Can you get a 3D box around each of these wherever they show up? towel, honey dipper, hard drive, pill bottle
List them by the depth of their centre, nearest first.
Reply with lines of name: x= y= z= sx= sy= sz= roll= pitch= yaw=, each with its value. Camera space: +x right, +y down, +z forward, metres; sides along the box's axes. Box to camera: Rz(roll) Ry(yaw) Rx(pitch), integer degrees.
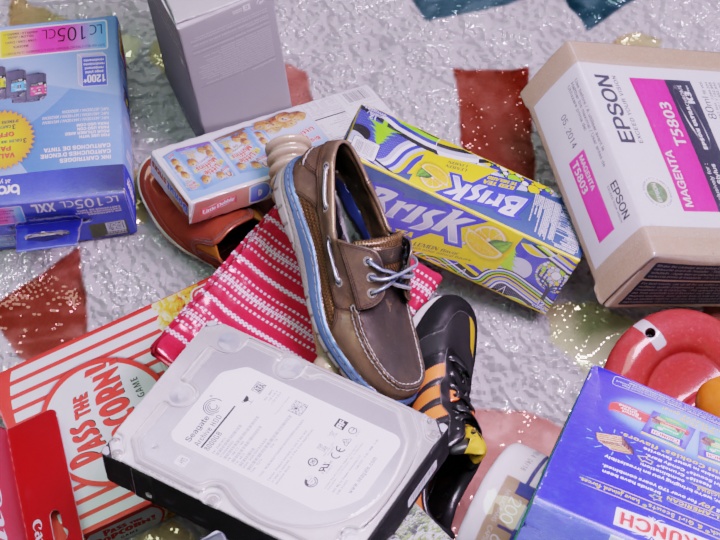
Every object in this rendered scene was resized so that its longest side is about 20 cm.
hard drive: x=-0.057 y=0.123 z=1.329 sx=0.199 sy=0.038 sz=0.140 roll=23 pitch=53 yaw=23
pill bottle: x=0.171 y=0.212 z=1.375 sx=0.199 sy=0.111 sz=0.111 roll=26 pitch=67 yaw=15
honey dipper: x=-0.041 y=-0.008 z=1.452 sx=0.038 sy=0.038 sz=0.201 roll=-8 pitch=63 yaw=-2
towel: x=-0.046 y=0.033 z=1.458 sx=0.144 sy=0.023 sz=0.200 roll=34 pitch=58 yaw=9

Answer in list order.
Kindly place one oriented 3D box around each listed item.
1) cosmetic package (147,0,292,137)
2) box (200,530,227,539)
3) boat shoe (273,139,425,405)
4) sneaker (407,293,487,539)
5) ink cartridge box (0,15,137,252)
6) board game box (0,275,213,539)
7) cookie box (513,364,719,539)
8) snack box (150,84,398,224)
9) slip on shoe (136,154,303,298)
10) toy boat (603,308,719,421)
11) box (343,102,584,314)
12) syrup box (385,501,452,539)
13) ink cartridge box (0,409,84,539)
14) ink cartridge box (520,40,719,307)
cosmetic package: x=-0.114 y=-0.188 z=1.543 sx=0.090 sy=0.200 sz=0.107 roll=-23 pitch=62 yaw=-11
box: x=-0.126 y=0.281 z=1.303 sx=0.148 sy=0.200 sz=0.107 roll=-25 pitch=64 yaw=-10
boat shoe: x=0.000 y=0.000 z=1.406 sx=0.072 sy=0.072 sz=0.201 roll=-16 pitch=76 yaw=-43
sneaker: x=0.065 y=0.112 z=1.434 sx=0.090 sy=0.070 sz=0.201 roll=-1 pitch=62 yaw=44
ink cartridge box: x=-0.252 y=-0.097 z=1.572 sx=0.135 sy=0.076 sz=0.201 roll=-7 pitch=65 yaw=-1
board game box: x=-0.163 y=0.111 z=1.477 sx=0.199 sy=0.046 sz=0.152 roll=-25 pitch=65 yaw=-10
cookie box: x=0.197 y=0.162 z=1.278 sx=0.170 sy=0.076 sz=0.200 roll=23 pitch=26 yaw=9
snack box: x=-0.063 y=-0.095 z=1.554 sx=0.199 sy=0.024 sz=0.072 roll=-20 pitch=49 yaw=-24
slip on shoe: x=-0.102 y=-0.030 z=1.538 sx=0.074 sy=0.061 sz=0.200 roll=-39 pitch=68 yaw=-15
toy boat: x=0.262 y=0.111 z=1.412 sx=0.130 sy=0.131 sz=0.200 roll=-34 pitch=67 yaw=-14
box: x=0.072 y=-0.047 z=1.498 sx=0.199 sy=0.070 sz=0.065 roll=25 pitch=44 yaw=-3
syrup box: x=0.014 y=0.208 z=1.327 sx=0.078 sy=0.082 sz=0.200 roll=-29 pitch=52 yaw=-26
ink cartridge box: x=-0.290 y=0.204 z=1.384 sx=0.175 sy=0.084 sz=0.201 roll=-25 pitch=62 yaw=14
ink cartridge box: x=0.234 y=-0.074 z=1.502 sx=0.164 sy=0.075 sz=0.201 roll=0 pitch=59 yaw=-33
